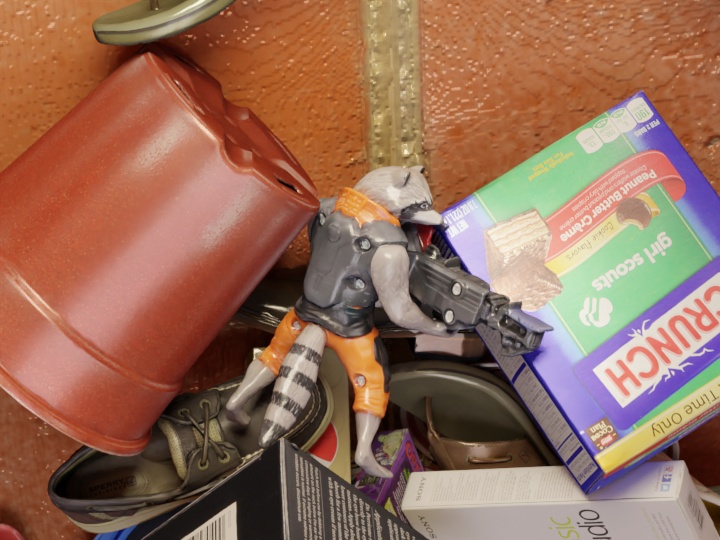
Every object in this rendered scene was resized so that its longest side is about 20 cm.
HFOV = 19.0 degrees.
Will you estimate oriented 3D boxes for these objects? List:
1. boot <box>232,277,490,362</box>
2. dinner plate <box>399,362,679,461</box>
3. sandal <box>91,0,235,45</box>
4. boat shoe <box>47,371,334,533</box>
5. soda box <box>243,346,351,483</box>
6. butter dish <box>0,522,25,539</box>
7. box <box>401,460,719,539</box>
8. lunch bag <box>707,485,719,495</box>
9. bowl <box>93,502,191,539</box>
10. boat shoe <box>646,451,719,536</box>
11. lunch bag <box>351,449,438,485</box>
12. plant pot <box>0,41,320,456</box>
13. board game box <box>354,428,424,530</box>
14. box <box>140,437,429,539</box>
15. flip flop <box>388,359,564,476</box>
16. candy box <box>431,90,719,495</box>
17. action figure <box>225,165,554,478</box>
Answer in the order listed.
[{"bbox_3d":[0.000,0.000,1.456,0.200,0.075,0.097,7,104,-15],"label":"boot"},{"bbox_3d":[0.128,0.110,1.528,0.200,0.024,0.200,10,150,6],"label":"dinner plate"},{"bbox_3d":[-0.079,-0.200,1.294,0.201,0.080,0.057,-34,107,5],"label":"sandal"},{"bbox_3d":[-0.112,0.119,1.417,0.200,0.073,0.065,-28,166,7],"label":"boat shoe"},{"bbox_3d":[-0.043,0.154,1.473,0.068,0.064,0.200,0,81,-10],"label":"soda box"},{"bbox_3d":[-0.318,0.305,1.545,0.199,0.148,0.200,-11,126,-2],"label":"butter dish"},{"bbox_3d":[0.144,0.189,1.458,0.200,0.036,0.144,-5,135,28],"label":"box"},{"bbox_3d":[0.215,0.221,1.606,0.200,0.077,0.160,-7,147,-7],"label":"lunch bag"},{"bbox_3d":[-0.109,0.250,1.559,0.201,0.039,0.201,6,109,18],"label":"bowl"},{"bbox_3d":[0.251,0.190,1.492,0.200,0.070,0.071,38,98,-21],"label":"boat shoe"},{"bbox_3d":[-0.002,0.229,1.599,0.176,0.082,0.200,21,117,-19],"label":"lunch bag"},{"bbox_3d":[-0.143,-0.024,1.335,0.195,0.201,0.201,-46,121,11],"label":"plant pot"},{"bbox_3d":[0.040,0.225,1.487,0.032,0.120,0.200,-8,118,27],"label":"board game box"},{"bbox_3d":[-0.030,0.222,1.339,0.148,0.104,0.200,-36,125,23],"label":"box"},{"bbox_3d":[0.088,0.131,1.485,0.081,0.058,0.200,-18,125,42],"label":"flip flop"},{"bbox_3d":[0.164,0.015,1.384,0.169,0.200,0.077,-32,169,-11],"label":"candy box"},{"bbox_3d":[0.010,0.028,1.331,0.105,0.200,0.194,11,97,-53],"label":"action figure"}]
